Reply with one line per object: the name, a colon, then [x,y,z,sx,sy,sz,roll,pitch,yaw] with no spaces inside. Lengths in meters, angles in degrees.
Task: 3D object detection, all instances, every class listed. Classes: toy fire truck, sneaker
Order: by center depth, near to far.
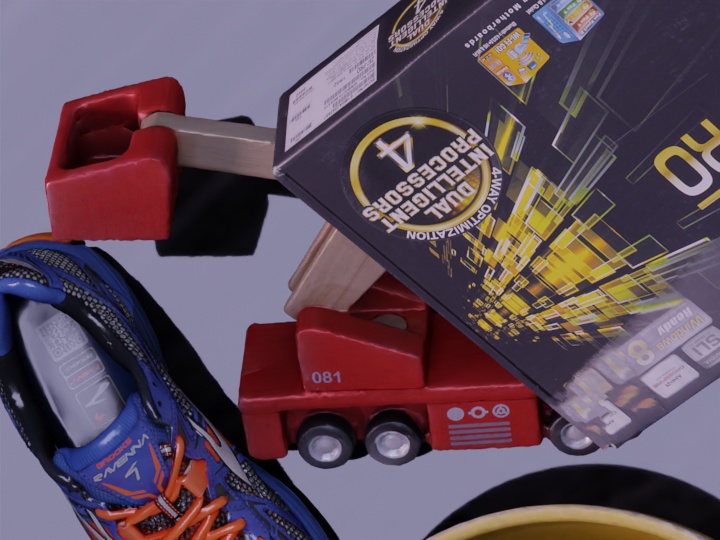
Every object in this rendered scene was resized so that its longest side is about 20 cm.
toy fire truck: [0.000,0.000,1.035,0.199,0.049,0.141,-3,127,6]
sneaker: [-0.079,0.074,1.065,0.075,0.078,0.200,-41,85,4]

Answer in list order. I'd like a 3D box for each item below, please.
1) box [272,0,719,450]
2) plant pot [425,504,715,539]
box: [0.096,-0.050,0.934,0.200,0.049,0.161,-37,119,27]
plant pot: [0.087,0.172,1.006,0.199,0.142,0.201,0,91,17]
